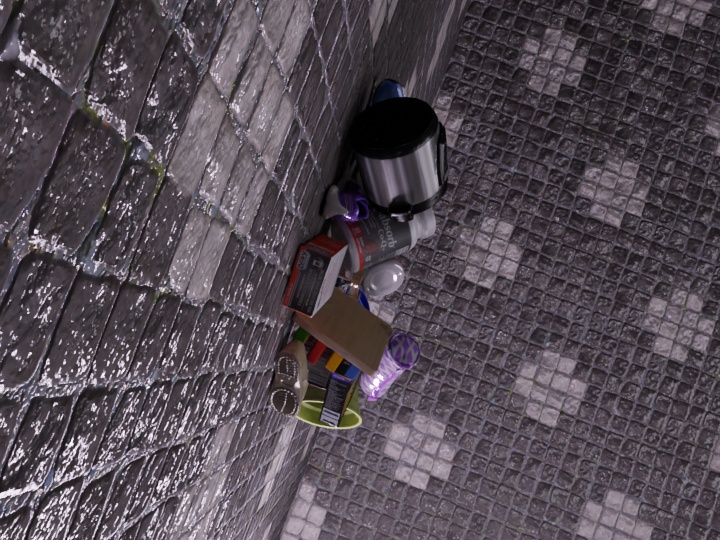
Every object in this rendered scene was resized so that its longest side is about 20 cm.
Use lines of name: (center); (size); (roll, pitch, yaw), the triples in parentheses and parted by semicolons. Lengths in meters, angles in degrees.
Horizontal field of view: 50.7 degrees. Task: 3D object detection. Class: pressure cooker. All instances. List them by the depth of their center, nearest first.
pressure cooker: (0.079, -0.204, 1.449); (0.174, 0.178, 0.203); (-35, 135, -19)

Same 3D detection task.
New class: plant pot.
plant pot: (-0.080, 0.300, 2.042); (0.202, 0.195, 0.188); (102, -3, -61)

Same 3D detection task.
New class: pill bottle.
pill bottle: (0.047, -0.083, 1.554); (0.196, 0.117, 0.117); (-23, 156, -18)
pill bottle: (0.032, -0.045, 1.874); (0.202, 0.109, 0.113); (-109, -153, -44)

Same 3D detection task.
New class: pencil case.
pencil case: (0.064, 0.215, 1.691); (0.201, 0.082, 0.087); (126, -37, -54)

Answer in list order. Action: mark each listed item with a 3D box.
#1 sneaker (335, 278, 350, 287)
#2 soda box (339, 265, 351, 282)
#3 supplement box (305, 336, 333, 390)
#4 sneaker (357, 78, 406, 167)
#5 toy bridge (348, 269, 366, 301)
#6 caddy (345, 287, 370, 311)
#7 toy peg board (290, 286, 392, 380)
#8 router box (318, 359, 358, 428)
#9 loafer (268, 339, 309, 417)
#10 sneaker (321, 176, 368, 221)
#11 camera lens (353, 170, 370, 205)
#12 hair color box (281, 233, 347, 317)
sneaker: (-0.032, 0.009, 1.886); (0.200, 0.079, 0.076); (-44, 154, -80)
soda box: (-0.045, -0.019, 1.690); (0.200, 0.067, 0.065); (61, 48, -85)
supplement box: (-0.083, 0.169, 1.804); (0.131, 0.101, 0.204); (65, 45, -84)
sneaker: (0.040, -0.286, 1.540); (0.090, 0.077, 0.204); (-67, 175, -60)
toy bridge: (0.000, 0.000, 1.686); (0.068, 0.027, 0.203); (-66, 173, -51)
caddy: (-0.020, 0.144, 1.953); (0.141, 0.103, 0.205); (-20, 99, -62)
toy peg board: (-0.052, 0.141, 1.594); (0.099, 0.197, 0.201); (-54, -177, 25)
router box: (-0.029, 0.236, 1.762); (0.201, 0.051, 0.160); (-62, 168, -53)
loafer: (-0.136, 0.218, 1.527); (0.069, 0.074, 0.203); (-57, 166, -45)
sneaker: (-0.020, -0.123, 1.460); (0.200, 0.082, 0.082); (-61, 170, -72)
camera lens: (0.046, -0.136, 1.729); (0.202, 0.157, 0.162); (103, 8, -54)
hair color box: (-0.080, 0.004, 1.392); (0.200, 0.063, 0.113); (-54, 164, -80)
